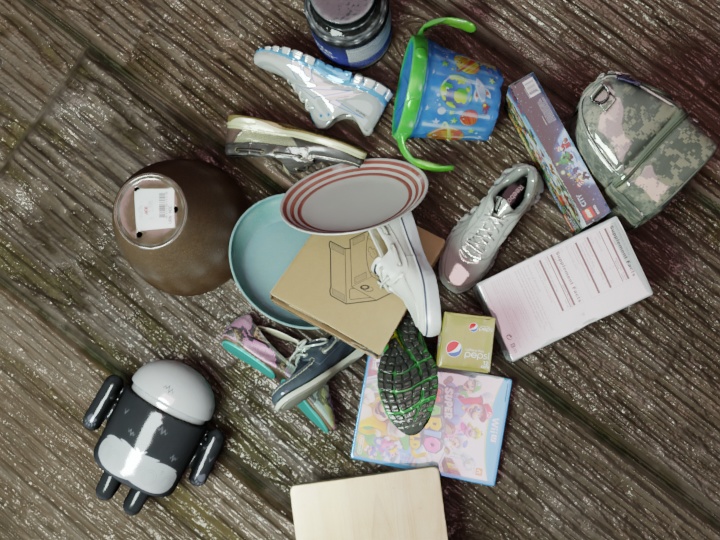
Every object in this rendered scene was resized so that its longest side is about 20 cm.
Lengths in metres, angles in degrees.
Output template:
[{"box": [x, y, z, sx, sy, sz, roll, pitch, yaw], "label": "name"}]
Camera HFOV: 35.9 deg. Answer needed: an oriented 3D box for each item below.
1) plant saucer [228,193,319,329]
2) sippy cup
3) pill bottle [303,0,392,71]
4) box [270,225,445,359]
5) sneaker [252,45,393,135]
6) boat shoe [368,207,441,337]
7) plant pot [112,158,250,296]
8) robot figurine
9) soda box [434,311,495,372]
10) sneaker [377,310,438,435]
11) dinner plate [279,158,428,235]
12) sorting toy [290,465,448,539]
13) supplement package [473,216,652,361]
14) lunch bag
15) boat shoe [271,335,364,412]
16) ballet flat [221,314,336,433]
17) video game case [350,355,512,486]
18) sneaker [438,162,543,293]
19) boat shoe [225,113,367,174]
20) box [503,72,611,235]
[{"box": [-0.080, -0.007, 1.475, 0.197, 0.036, 0.203, 8, 60, -14], "label": "plant saucer"}, {"box": [0.117, -0.231, 1.469, 0.128, 0.140, 0.180, 9, 122, -6], "label": "sippy cup"}, {"box": [-0.015, -0.335, 1.442, 0.110, 0.200, 0.114, 0, 87, 4], "label": "pill bottle"}, {"box": [0.000, 0.000, 1.448, 0.162, 0.021, 0.201, 27, 57, 10], "label": "box"}, {"box": [-0.060, -0.241, 1.507, 0.197, 0.075, 0.088, 22, 94, 5], "label": "sneaker"}, {"box": [0.049, 0.001, 1.398, 0.069, 0.071, 0.202, -8, 55, -12], "label": "boat shoe"}, {"box": [-0.246, -0.066, 1.443, 0.183, 0.200, 0.191, 0, 86, 4], "label": "plant pot"}, {"box": [-0.274, 0.217, 1.468, 0.124, 0.149, 0.202, 27, 89, 47], "label": "robot figurine"}, {"box": [0.129, 0.090, 1.405, 0.063, 0.200, 0.069, 7, 87, 2], "label": "soda box"}, {"box": [0.062, 0.123, 1.435, 0.077, 0.086, 0.202, -8, 53, 6], "label": "sneaker"}, {"box": [-0.008, -0.091, 1.445, 0.197, 0.201, 0.025, -9, 120, 4], "label": "dinner plate"}, {"box": [0.019, 0.368, 1.462, 0.195, 0.070, 0.204, -8, 86, 4], "label": "sorting toy"}, {"box": [0.259, 0.026, 1.444, 0.198, 0.114, 0.111, -26, 86, 1], "label": "supplement package"}, {"box": [0.336, -0.158, 1.407, 0.168, 0.200, 0.140, 43, 89, 4], "label": "lunch bag"}, {"box": [-0.052, 0.113, 1.436, 0.199, 0.075, 0.062, -34, 85, -40], "label": "boat shoe"}, {"box": [-0.096, 0.130, 1.493, 0.199, 0.069, 0.071, 39, 70, 6], "label": "ballet flat"}, {"box": [0.095, 0.199, 1.493, 0.196, 0.018, 0.146, 10, 87, 4], "label": "video game case"}, {"box": [0.170, -0.060, 1.474, 0.075, 0.081, 0.201, 35, 91, 4], "label": "sneaker"}, {"box": [-0.089, -0.162, 1.508, 0.197, 0.073, 0.066, 15, 97, 10], "label": "boat shoe"}, {"box": [0.252, -0.147, 1.443, 0.037, 0.137, 0.202, -28, 85, 2], "label": "box"}]
